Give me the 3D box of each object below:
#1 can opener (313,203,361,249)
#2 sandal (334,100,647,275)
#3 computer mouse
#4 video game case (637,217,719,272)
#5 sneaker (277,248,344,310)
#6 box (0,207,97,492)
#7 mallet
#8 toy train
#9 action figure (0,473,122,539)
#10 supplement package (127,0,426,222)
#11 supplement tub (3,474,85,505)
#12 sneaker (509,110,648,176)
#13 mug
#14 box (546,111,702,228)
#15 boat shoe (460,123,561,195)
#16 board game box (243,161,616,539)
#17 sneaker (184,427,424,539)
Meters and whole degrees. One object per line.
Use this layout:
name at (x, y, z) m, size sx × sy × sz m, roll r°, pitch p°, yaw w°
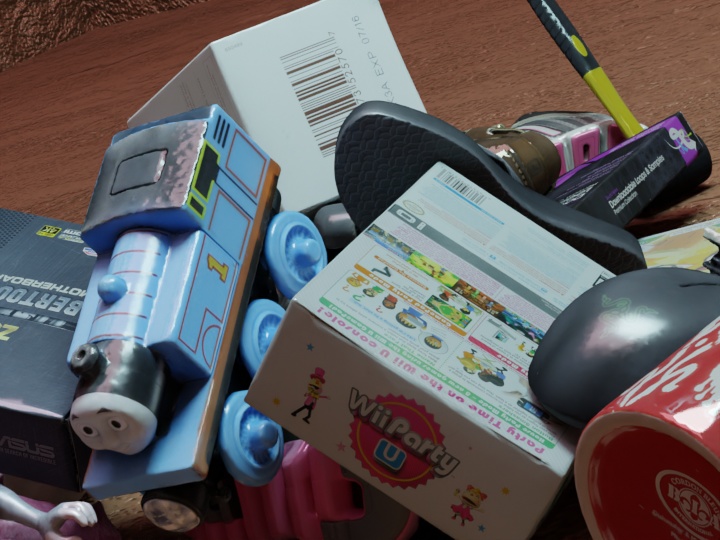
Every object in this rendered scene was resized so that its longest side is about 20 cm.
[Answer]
can opener at (0.000, 0.000, 1.324) m, size 0.067 × 0.054 × 0.200 m, roll -4°, pitch 15°, yaw 8°
sandal at (0.064, -0.030, 1.269) m, size 0.076 × 0.200 × 0.043 m, roll -46°, pitch 30°, yaw 25°
computer mouse at (0.161, 0.022, 1.097) m, size 0.200 × 0.053 × 0.138 m, roll -16°, pitch 35°, yaw -37°
video game case at (0.199, 0.004, 1.357) m, size 0.199 × 0.023 × 0.182 m, roll -15°, pitch 14°, yaw 17°
sneaker at (-0.014, -0.007, 1.447) m, size 0.076 × 0.087 × 0.200 m, roll -47°, pitch 13°, yaw 22°
box at (-0.192, 0.032, 1.231) m, size 0.199 × 0.051 × 0.158 m, roll 11°, pitch 38°, yaw 24°
mallet at (0.155, -0.125, 1.616) m, size 0.066 × 0.200 × 0.041 m, roll -33°, pitch -14°, yaw -26°
toy train at (-0.085, 0.023, 1.136) m, size 0.086 × 0.114 × 0.201 m, roll -14°, pitch 48°, yaw 35°
action figure at (-0.195, 0.124, 1.100) m, size 0.134 × 0.149 × 0.200 m, roll -51°, pitch -20°, yaw 3°
supplement package at (-0.051, -0.084, 1.488) m, size 0.117 × 0.117 × 0.200 m, roll -24°, pitch -1°, yaw -23°
supplement tub at (-0.222, 0.069, 1.403) m, size 0.145 × 0.145 × 0.200 m, roll -19°, pitch 13°, yaw -1°
sneaker at (0.108, -0.068, 1.674) m, size 0.199 × 0.074 × 0.087 m, roll -14°, pitch 13°, yaw -3°
mug at (0.202, 0.053, 0.921) m, size 0.200 × 0.134 × 0.177 m, roll -31°, pitch 15°, yaw -31°
box at (0.121, -0.028, 1.495) m, size 0.143 × 0.036 × 0.200 m, roll -29°, pitch 7°, yaw 34°
boat shoe at (0.072, -0.057, 1.506) m, size 0.075 × 0.075 × 0.202 m, roll -32°, pitch 13°, yaw -15°
board game box at (0.053, 0.040, 1.137) m, size 0.064 × 0.147 × 0.200 m, roll -62°, pitch -10°, yaw 28°
sneaker at (-0.022, 0.098, 1.193) m, size 0.200 × 0.079 × 0.095 m, roll 5°, pitch 19°, yaw 44°
